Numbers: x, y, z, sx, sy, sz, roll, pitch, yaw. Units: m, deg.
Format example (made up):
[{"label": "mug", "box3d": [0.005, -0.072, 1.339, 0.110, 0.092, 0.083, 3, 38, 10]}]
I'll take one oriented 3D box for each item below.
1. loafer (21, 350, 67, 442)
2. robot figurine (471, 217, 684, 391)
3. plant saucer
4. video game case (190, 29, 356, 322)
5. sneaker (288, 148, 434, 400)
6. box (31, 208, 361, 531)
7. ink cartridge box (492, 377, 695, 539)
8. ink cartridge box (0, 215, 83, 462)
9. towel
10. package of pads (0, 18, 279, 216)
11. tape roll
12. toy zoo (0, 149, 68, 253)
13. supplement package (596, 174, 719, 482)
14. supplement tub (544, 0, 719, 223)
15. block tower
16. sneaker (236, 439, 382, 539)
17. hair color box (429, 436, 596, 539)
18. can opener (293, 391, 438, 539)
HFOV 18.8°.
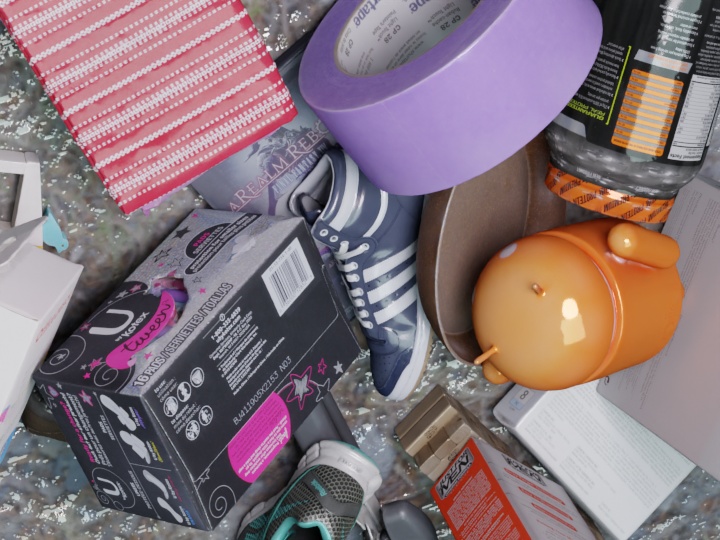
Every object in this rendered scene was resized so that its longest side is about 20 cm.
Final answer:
[{"label": "loafer", "box3d": [-0.168, 0.105, 1.642, 0.199, 0.073, 0.071, 15, 147, -24]}, {"label": "robot figurine", "box3d": [0.159, 0.022, 1.582, 0.200, 0.143, 0.117, -14, 100, -52]}, {"label": "plant saucer", "box3d": [0.094, -0.030, 1.602, 0.200, 0.034, 0.201, -33, 131, -49]}, {"label": "video game case", "box3d": [-0.027, -0.063, 1.618, 0.143, 0.019, 0.200, -40, 120, 6]}, {"label": "sneaker", "box3d": [0.000, 0.000, 1.604, 0.108, 0.070, 0.201, 0, 109, -21]}, {"label": "box", "box3d": [-0.114, 0.065, 1.546, 0.200, 0.114, 0.133, -50, 130, -36]}, {"label": "ink cartridge box", "box3d": [0.226, 0.097, 1.762, 0.200, 0.047, 0.160, -47, 119, -5]}, {"label": "ink cartridge box", "box3d": [-0.286, 0.052, 1.497, 0.125, 0.129, 0.201, 24, 108, -2]}, {"label": "towel", "box3d": [-0.146, -0.152, 1.447, 0.144, 0.023, 0.201, -30, 117, -1]}, {"label": "package of pads", "box3d": [-0.155, -0.150, 1.499, 0.120, 0.076, 0.200, -33, 115, 3]}, {"label": "tape roll", "box3d": [0.061, -0.152, 1.493, 0.200, 0.200, 0.085, -37, 120, 4]}, {"label": "toy zoo", "box3d": [-0.307, -0.028, 1.553, 0.199, 0.020, 0.132, 6, 114, -18]}, {"label": "supplement package", "box3d": [0.314, 0.056, 1.646, 0.146, 0.200, 0.192, 17, 100, -26]}, {"label": "supplement tub", "box3d": [0.205, -0.144, 1.573, 0.122, 0.123, 0.201, 10, 107, -20]}, {"label": "block tower", "box3d": [0.115, 0.178, 1.756, 0.058, 0.054, 0.200, -45, 118, 10]}, {"label": "sneaker", "box3d": [-0.058, 0.217, 1.677, 0.077, 0.091, 0.200, 28, 131, -2]}, {"label": "hair color box", "box3d": [0.133, 0.215, 1.632, 0.101, 0.200, 0.061, 31, 105, -26]}, {"label": "can opener", "box3d": [0.004, 0.158, 1.709, 0.067, 0.053, 0.201, -17, 121, 16]}]
